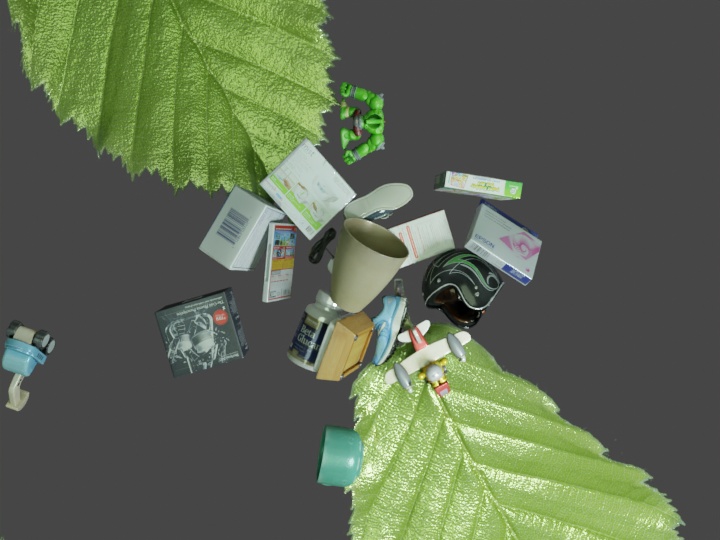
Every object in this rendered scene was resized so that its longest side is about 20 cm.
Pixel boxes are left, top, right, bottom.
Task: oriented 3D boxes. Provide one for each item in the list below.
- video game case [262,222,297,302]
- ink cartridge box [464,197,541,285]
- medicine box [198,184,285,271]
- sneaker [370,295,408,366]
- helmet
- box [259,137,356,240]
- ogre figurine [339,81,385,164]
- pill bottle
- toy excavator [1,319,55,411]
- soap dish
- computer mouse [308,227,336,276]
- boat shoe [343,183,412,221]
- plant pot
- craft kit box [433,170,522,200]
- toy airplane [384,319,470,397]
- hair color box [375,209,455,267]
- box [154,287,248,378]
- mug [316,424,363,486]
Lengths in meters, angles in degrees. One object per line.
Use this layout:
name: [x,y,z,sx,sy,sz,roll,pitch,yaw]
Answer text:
video game case: [-0.212,-0.023,1.666,0.017,0.143,0.205,8,95,19]
ink cartridge box: [0.384,-0.089,1.665,0.194,0.043,0.202,30,52,-5]
medicine box: [-0.298,-0.104,1.619,0.102,0.200,0.184,32,93,6]
sneaker: [0.066,0.163,1.734,0.088,0.078,0.204,18,91,16]
helmet: [0.261,0.038,1.660,0.189,0.200,0.202,36,93,13]
box: [-0.137,-0.215,1.673,0.176,0.097,0.200,-44,94,2]
ogre figurine: [0.006,-0.389,1.664,0.117,0.098,0.205,0,84,10]
pill bottle: [-0.114,0.159,1.698,0.109,0.111,0.203,23,94,-3]
toy excavator: [-0.908,0.260,1.682,0.098,0.195,0.203,20,66,-3]
soap dish: [-0.038,0.198,1.650,0.080,0.199,0.160,24,101,16]
computer mouse: [-0.048,-0.010,1.719,0.110,0.044,0.200,-45,94,1]
boat shoe: [0.047,-0.174,1.697,0.197,0.062,0.076,-27,79,-8]
plant pot: [0.000,0.000,1.618,0.184,0.188,0.203,26,112,-4]
craft kit box: [0.299,-0.219,1.634,0.193,0.200,0.050,6,95,-1]
toy airplane: [0.181,0.237,1.678,0.195,0.141,0.204,16,106,-14]
hair color box: [0.146,-0.081,1.709,0.196,0.064,0.113,-19,95,-1]
box: [-0.422,0.165,1.693,0.196,0.104,0.186,-16,96,0]
mug: [-0.055,0.510,1.722,0.112,0.185,0.155,10,70,-5]
